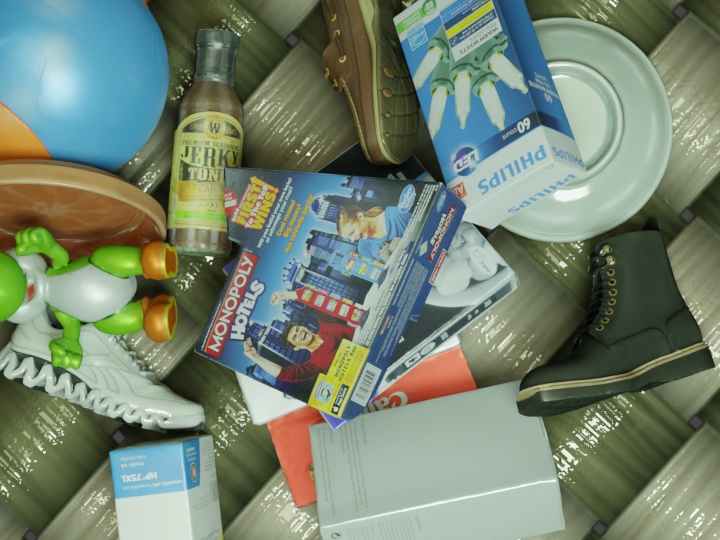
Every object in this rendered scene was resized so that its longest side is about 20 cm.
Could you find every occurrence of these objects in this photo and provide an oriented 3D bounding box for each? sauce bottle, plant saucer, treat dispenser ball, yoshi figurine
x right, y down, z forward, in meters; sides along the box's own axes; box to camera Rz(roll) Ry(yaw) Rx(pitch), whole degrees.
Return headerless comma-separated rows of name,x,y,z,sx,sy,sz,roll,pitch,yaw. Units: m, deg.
sauce bottle,-0.138,-0.114,1.169,0.064,0.065,0.202,3,88,7
plant saucer,-0.266,-0.049,1.117,0.198,0.200,0.033,-2,70,7
plant saucer,0.175,-0.127,1.139,0.198,0.050,0.202,0,86,7
treat dispenser ball,-0.265,-0.173,1.119,0.199,0.201,0.203,0,87,7
yoshi figurine,-0.262,0.018,1.117,0.198,0.112,0.113,1,56,4

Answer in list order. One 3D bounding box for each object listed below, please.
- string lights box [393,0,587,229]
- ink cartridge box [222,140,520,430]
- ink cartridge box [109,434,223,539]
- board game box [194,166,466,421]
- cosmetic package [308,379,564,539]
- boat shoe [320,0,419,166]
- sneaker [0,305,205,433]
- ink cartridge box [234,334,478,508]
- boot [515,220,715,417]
string lights box,0.107,-0.149,1.097,0.102,0.059,0.201,-31,63,31
ink cartridge box,0.000,0.000,1.114,0.200,0.043,0.198,-38,62,-2
ink cartridge box,-0.160,0.248,1.125,0.067,0.116,0.202,-7,85,6
board game box,-0.045,-0.002,1.069,0.199,0.062,0.201,22,84,29
cosmetic package,0.062,0.173,1.091,0.198,0.081,0.113,-10,45,3
boat shoe,0.005,-0.177,1.143,0.067,0.072,0.202,-20,64,27
sneaker,-0.228,0.089,1.169,0.199,0.075,0.082,20,81,7
ink cartridge box,-0.003,0.097,1.152,0.199,0.044,0.175,-22,83,5
boot,0.195,0.039,1.087,0.199,0.077,0.139,-9,78,-37
